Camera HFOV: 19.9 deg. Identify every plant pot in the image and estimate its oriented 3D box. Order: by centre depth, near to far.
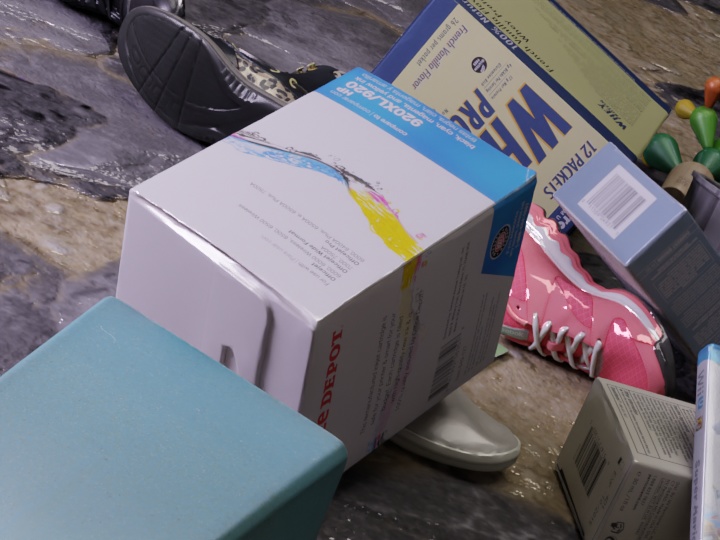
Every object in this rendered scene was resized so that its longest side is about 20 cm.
[{"bbox_3d":[-0.129,0.133,0.883,0.141,0.142,0.200,31,31,18],"label":"plant pot"}]

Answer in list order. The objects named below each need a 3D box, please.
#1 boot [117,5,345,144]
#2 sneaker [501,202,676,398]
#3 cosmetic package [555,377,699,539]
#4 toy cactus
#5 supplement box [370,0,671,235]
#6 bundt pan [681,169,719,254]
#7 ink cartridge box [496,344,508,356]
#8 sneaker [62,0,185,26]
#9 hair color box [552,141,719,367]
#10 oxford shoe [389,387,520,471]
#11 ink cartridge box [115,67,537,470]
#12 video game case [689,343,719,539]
[{"bbox_3d":[-0.082,-0.141,1.614,0.203,0.074,0.154,36,22,11],"label":"boot"},{"bbox_3d":[0.140,0.039,1.462,0.086,0.074,0.200,-27,54,-27],"label":"sneaker"},{"bbox_3d":[0.232,0.144,1.285,0.198,0.072,0.105,17,24,-15],"label":"cosmetic package"},{"bbox_3d":[0.324,-0.094,1.896,0.199,0.103,0.165,38,35,11],"label":"toy cactus"},{"bbox_3d":[0.119,-0.125,1.626,0.200,0.134,0.200,42,23,1],"label":"supplement box"},{"bbox_3d":[0.334,0.005,1.649,0.201,0.076,0.202,31,10,-6],"label":"bundt pan"},{"bbox_3d":[0.000,0.000,1.414,0.199,0.048,0.145,31,23,23],"label":"ink cartridge box"},{"bbox_3d":[-0.216,-0.233,1.710,0.087,0.076,0.200,-9,33,-29],"label":"sneaker"},{"bbox_3d":[0.227,0.005,1.483,0.200,0.061,0.099,47,2,-44],"label":"hair color box"},{"bbox_3d":[0.017,0.059,1.285,0.199,0.058,0.075,33,22,18],"label":"oxford shoe"},{"bbox_3d":[-0.023,0.007,1.173,0.144,0.148,0.199,34,43,25],"label":"ink cartridge box"},{"bbox_3d":[0.261,0.153,1.215,0.142,0.018,0.202,17,60,-15],"label":"video game case"}]
